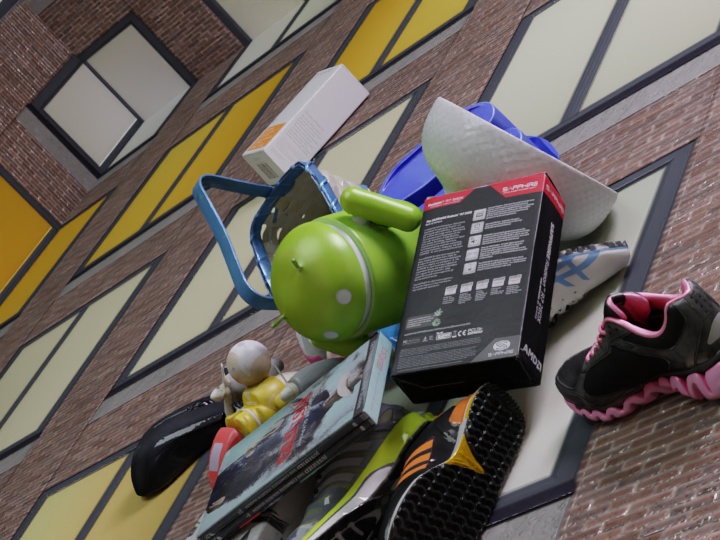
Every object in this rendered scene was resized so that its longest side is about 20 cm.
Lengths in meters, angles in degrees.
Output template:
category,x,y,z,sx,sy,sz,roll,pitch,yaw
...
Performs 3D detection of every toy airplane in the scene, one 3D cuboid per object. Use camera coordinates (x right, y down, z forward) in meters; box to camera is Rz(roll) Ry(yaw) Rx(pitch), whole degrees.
category,x,y,z,sx,sy,sz,roll,pitch,yaw
toy airplane,-0.069,0.115,1.685,0.200,0.141,0.199,-36,18,23

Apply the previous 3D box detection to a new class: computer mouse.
category,x,y,z,sx,sy,sz,roll,pitch,yaw
computer mouse,-0.205,0.182,2.002,0.200,0.053,0.139,-43,17,2

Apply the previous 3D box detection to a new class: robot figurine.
category,x,y,z,sx,sy,sz,roll,pitch,yaw
robot figurine,0.000,0.000,1.585,0.199,0.116,0.176,-17,-46,-41

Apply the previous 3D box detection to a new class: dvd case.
category,x,y,z,sx,sy,sz,roll,pitch,yaw
dvd case,-0.056,0.148,1.481,0.200,0.022,0.146,-37,15,21

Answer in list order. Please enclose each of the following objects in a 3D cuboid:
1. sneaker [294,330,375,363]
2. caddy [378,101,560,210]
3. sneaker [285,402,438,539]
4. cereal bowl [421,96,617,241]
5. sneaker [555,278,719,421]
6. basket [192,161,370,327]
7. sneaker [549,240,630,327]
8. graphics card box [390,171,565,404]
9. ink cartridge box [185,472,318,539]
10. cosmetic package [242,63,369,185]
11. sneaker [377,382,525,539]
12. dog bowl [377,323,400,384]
category,x,y,z,sx,sy,sz,roll,pitch,yaw
sneaker,-0.003,0.031,1.842,0.088,0.081,0.200,-31,21,42
caddy,0.118,-0.078,1.792,0.200,0.105,0.141,-41,39,3
sneaker,-0.013,0.191,1.449,0.081,0.074,0.200,23,56,37
cereal bowl,0.141,-0.083,1.611,0.084,0.199,0.200,-62,15,6
sneaker,0.206,0.052,1.272,0.200,0.095,0.079,-23,28,54
basket,-0.063,-0.022,1.735,0.139,0.199,0.177,-50,47,30
sneaker,0.155,0.034,1.515,0.199,0.073,0.072,-29,-9,10
graphics card box,0.104,0.015,1.468,0.125,0.051,0.201,-11,47,28
ink cartridge box,-0.089,0.247,1.509,0.146,0.084,0.200,-25,25,49
cosmetic package,-0.088,-0.233,2.714,0.200,0.071,0.101,-49,17,-19
sneaker,0.061,0.178,1.366,0.090,0.070,0.200,-34,14,47
dog bowl,0.073,0.058,1.653,0.111,0.050,0.200,-40,17,14
